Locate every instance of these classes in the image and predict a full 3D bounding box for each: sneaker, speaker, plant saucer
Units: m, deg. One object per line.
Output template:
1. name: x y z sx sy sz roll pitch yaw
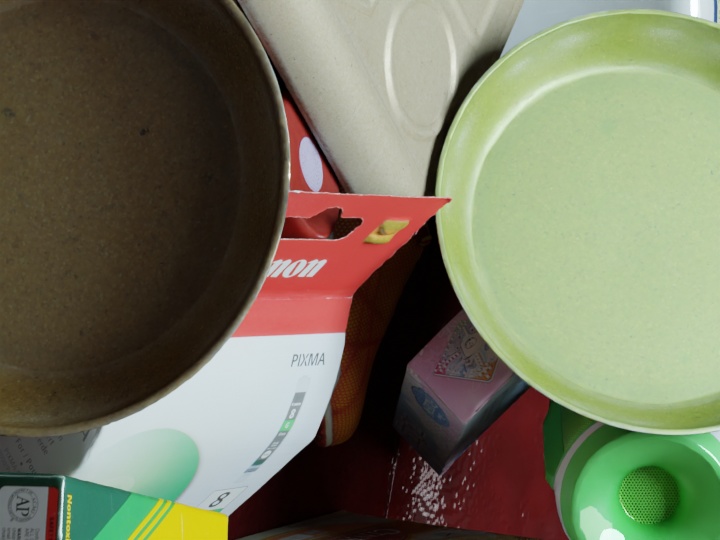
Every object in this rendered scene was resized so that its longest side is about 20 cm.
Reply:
1. sneaker: 0.000 0.000 1.284 0.077 0.073 0.200 -9 127 -22
2. speaker: 0.133 0.082 1.289 0.200 0.088 0.088 -78 164 -77
3. plant saucer: -0.120 -0.035 1.049 0.035 0.200 0.200 22 75 -76
4. plant saucer: 0.129 -0.020 1.214 0.031 0.200 0.200 115 -6 -70

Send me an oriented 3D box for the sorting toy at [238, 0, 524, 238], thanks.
1. sorting toy: 0.015 -0.144 1.192 0.200 0.036 0.185 -62 140 -31

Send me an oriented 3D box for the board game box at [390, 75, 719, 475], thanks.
1. board game box: 0.101 0.008 1.338 0.199 0.043 0.200 -45 173 -9

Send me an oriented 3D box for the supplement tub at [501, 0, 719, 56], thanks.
1. supplement tub: 0.129 -0.132 1.415 0.200 0.145 0.145 -10 103 -70

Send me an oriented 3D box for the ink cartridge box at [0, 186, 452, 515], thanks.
1. ink cartridge box: -0.059 0.045 1.152 0.161 0.200 0.050 -1 55 -55

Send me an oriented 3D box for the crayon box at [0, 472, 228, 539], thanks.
1. crayon box: -0.108 0.185 1.049 0.173 0.058 0.200 27 64 -69

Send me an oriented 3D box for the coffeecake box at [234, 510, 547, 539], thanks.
1. coffeecake box: 0.031 0.169 1.274 0.153 0.200 0.073 -8 100 -56

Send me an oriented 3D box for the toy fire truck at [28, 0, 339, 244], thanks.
1. toy fire truck: -0.082 -0.097 1.176 0.200 0.112 0.168 56 31 -44
